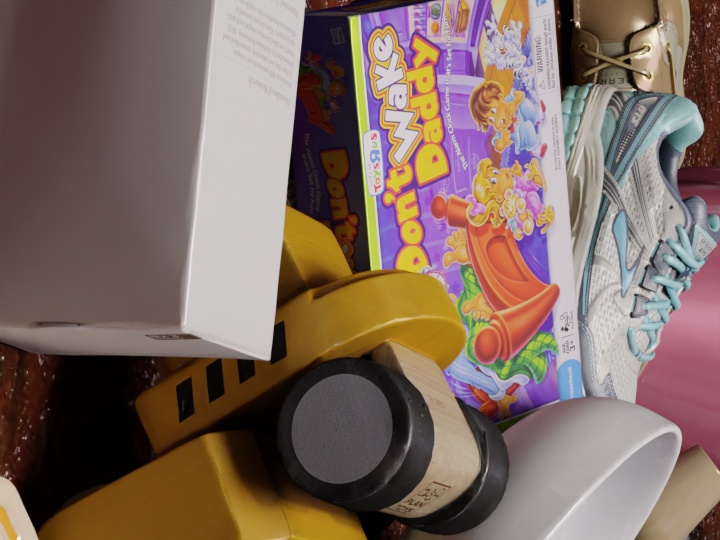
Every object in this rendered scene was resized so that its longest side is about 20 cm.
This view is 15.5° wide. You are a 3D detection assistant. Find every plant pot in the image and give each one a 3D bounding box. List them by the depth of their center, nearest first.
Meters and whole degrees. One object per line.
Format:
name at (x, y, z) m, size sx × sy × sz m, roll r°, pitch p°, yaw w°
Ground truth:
plant pot at (0.170, 0.030, 1.537) m, size 0.179 × 0.199 × 0.201 m, roll 11°, pitch 81°, yaw -49°

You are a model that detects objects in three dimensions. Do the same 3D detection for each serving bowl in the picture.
serving bowl at (0.059, 0.132, 1.192) m, size 0.200 × 0.066 × 0.200 m, roll -47°, pitch 163°, yaw -19°

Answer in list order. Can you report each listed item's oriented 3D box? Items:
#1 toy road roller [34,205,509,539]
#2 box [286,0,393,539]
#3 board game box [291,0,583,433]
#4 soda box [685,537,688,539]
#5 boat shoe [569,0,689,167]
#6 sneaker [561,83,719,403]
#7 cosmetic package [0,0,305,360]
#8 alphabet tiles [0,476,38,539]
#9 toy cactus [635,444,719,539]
toy road roller at (-0.047, 0.062, 1.089) m, size 0.147 × 0.199 × 0.123 m, roll 65°, pitch 16°, yaw 21°
box at (0.000, 0.000, 1.218) m, size 0.159 × 0.046 × 0.201 m, roll -43°, pitch 122°, yaw -34°
board game box at (0.034, -0.023, 1.185) m, size 0.134 × 0.045 × 0.201 m, roll -16°, pitch 106°, yaw -44°
soda box at (0.186, 0.083, 1.695) m, size 0.063 × 0.070 × 0.201 m, roll 60°, pitch 39°, yaw -51°
boat shoe at (0.166, -0.124, 1.635) m, size 0.067 × 0.074 × 0.201 m, roll -66°, pitch 148°, yaw -50°
sneaker at (0.145, -0.006, 1.400) m, size 0.078 × 0.086 × 0.201 m, roll 45°, pitch 45°, yaw -68°
cosmetic package at (-0.088, -0.068, 1.027) m, size 0.081 × 0.112 × 0.201 m, roll 20°, pitch 74°, yaw -64°
alphabet tiles at (-0.169, 0.128, 0.942) m, size 0.200 × 0.015 × 0.196 m, roll -63°, pitch 140°, yaw -52°
toy cactus at (0.128, 0.153, 1.484) m, size 0.102 × 0.165 × 0.200 m, roll 53°, pitch 1°, yaw 21°
